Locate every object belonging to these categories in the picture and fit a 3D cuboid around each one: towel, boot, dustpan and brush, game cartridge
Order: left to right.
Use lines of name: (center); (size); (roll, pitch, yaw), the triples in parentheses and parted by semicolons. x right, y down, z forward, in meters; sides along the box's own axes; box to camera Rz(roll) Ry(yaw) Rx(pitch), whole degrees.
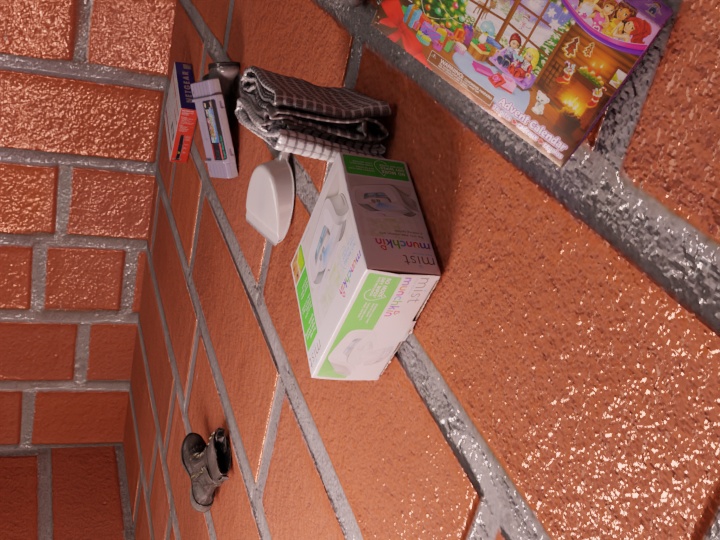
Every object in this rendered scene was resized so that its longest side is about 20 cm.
boot: (-0.315, 0.387, 1.750); (0.176, 0.068, 0.202); (-61, 38, 37)
game cartridge: (-0.309, -0.296, 1.754); (0.129, 0.038, 0.205); (19, 121, 65)
boot: (-0.293, -0.365, 1.787); (0.200, 0.068, 0.135); (171, 94, -74)
dustpan and brush: (-0.140, -0.162, 1.405); (0.139, 0.056, 0.204); (37, 128, 51)
towel: (-0.063, -0.200, 1.068); (0.200, 0.162, 0.087); (44, 121, 61)

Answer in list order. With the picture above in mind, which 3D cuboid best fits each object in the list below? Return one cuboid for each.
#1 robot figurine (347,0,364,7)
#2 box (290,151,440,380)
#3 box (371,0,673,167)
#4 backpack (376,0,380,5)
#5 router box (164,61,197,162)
robot figurine: (-0.035, -0.431, 1.090); (0.171, 0.111, 0.201); (62, -178, -40)
box: (0.000, 0.000, 0.982); (0.201, 0.095, 0.179); (118, 148, -44)
box: (0.114, -0.192, 0.638); (0.199, 0.039, 0.138); (38, 136, 9)
backpack: (0.087, -0.309, 0.730); (0.177, 0.150, 0.202); (61, 140, 42)
router box: (-0.486, -0.427, 2.259); (0.181, 0.048, 0.203); (116, 148, -44)
